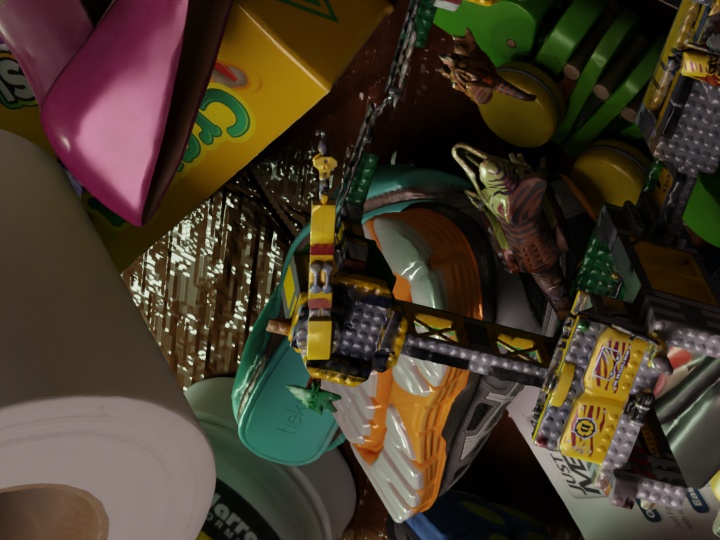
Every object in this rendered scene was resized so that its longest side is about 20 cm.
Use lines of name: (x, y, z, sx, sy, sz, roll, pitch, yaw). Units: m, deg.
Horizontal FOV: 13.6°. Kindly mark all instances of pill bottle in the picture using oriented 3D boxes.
pill bottle: (-0.092, 0.145, 1.286, 0.114, 0.200, 0.115, 23, 141, 20)

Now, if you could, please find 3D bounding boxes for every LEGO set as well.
LEGO set: (0.059, -0.021, 0.908, 0.153, 0.116, 0.201, 23, 108, -14)

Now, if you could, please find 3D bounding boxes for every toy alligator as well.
toy alligator: (0.066, -0.082, 1.036, 0.200, 0.059, 0.054, 40, 143, -1)

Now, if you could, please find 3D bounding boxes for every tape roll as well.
tape roll: (-0.171, 0.061, 1.139, 0.139, 0.202, 0.203, 58, 153, 31)

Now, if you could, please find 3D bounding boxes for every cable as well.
cable: (0.132, 0.017, 1.010, 0.097, 0.050, 0.200, 35, 132, -2)

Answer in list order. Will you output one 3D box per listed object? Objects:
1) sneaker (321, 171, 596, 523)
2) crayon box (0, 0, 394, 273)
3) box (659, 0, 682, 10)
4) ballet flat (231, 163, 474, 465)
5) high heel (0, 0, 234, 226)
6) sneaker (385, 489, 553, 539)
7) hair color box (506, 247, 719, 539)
sneaker: (0.034, 0.028, 1.082, 0.078, 0.077, 0.200, 58, 159, 14)
crayon box: (-0.109, -0.102, 1.161, 0.173, 0.058, 0.200, 44, 143, -7)
box: (0.166, -0.138, 0.903, 0.199, 0.050, 0.199, 28, 141, 16)
ballet flat: (0.000, 0.000, 1.166, 0.067, 0.071, 0.200, 21, 142, -11)
high heel: (-0.034, -0.107, 1.029, 0.200, 0.067, 0.096, -40, 77, 25)
sneaker: (0.059, 0.160, 1.219, 0.083, 0.071, 0.200, -60, 44, 26)
hair color box: (0.150, 0.044, 1.094, 0.200, 0.061, 0.100, -9, 120, 45)
